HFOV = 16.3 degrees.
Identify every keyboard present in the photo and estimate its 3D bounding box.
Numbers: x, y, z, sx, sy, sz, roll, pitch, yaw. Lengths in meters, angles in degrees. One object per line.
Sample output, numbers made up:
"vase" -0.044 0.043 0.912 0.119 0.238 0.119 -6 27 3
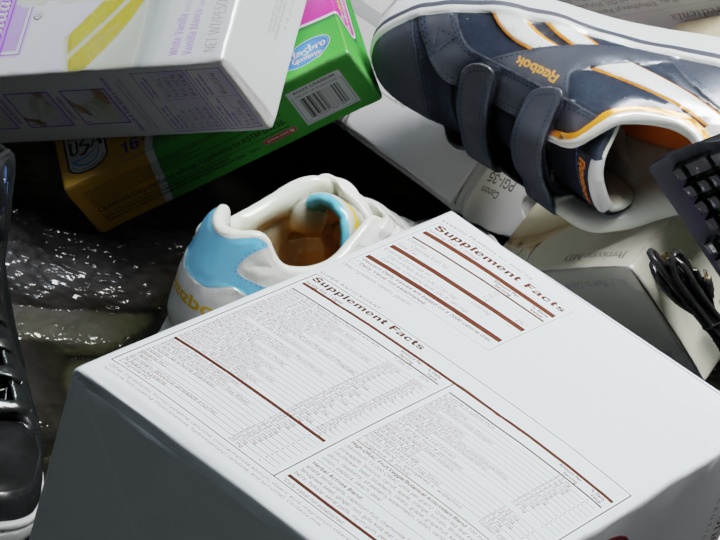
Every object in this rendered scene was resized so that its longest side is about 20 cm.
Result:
"keyboard" 0.181 0.034 1.043 0.021 0.127 0.200 -37 97 -24

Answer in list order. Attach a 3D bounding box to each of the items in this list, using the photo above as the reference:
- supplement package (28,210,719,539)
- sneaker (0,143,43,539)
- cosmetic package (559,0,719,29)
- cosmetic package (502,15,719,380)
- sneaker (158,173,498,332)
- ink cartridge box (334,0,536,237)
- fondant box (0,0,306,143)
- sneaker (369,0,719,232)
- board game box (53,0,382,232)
"supplement package" 0.000 0.116 0.845 0.147 0.191 0.200 34 34 25
"sneaker" -0.168 0.012 1.006 0.073 0.112 0.200 1 34 -26
"cosmetic package" 0.151 -0.210 1.301 0.165 0.200 0.165 -4 54 42
"cosmetic package" 0.156 -0.037 1.192 0.103 0.073 0.200 -6 36 48
"sneaker" 0.000 0.000 1.151 0.200 0.081 0.077 -13 40 -45
"ink cartridge box" 0.034 -0.098 1.286 0.200 0.083 0.146 38 9 31
"fondant box" -0.122 -0.137 1.182 0.200 0.058 0.144 -2 59 28
"sneaker" 0.086 -0.070 1.111 0.200 0.078 0.079 10 55 25
"board game box" -0.086 -0.133 1.225 0.040 0.153 0.200 51 17 -50
